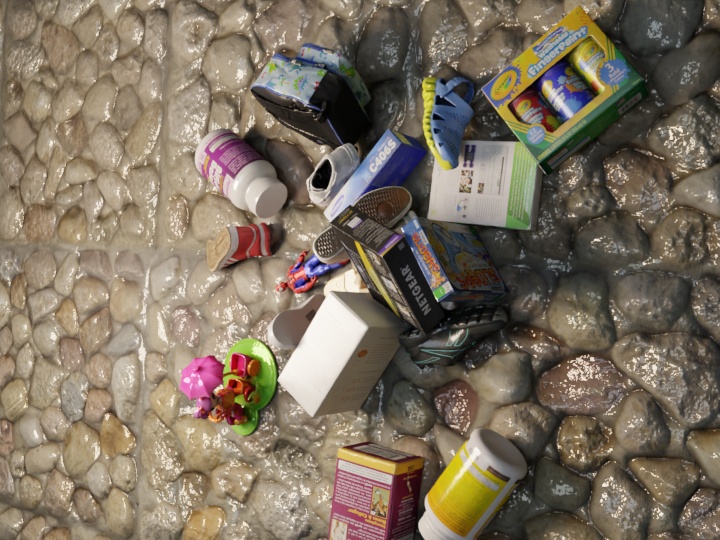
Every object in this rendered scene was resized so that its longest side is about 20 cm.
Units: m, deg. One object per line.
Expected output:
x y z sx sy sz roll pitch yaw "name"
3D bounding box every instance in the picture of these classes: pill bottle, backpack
0.180 0.368 1.379 0.109 0.109 0.201 42 110 28 "pill bottle"
-0.088 -0.329 1.564 0.198 0.183 0.148 24 78 31 "backpack"
-0.240 -0.194 1.697 0.200 0.112 0.113 41 109 30 "pill bottle"

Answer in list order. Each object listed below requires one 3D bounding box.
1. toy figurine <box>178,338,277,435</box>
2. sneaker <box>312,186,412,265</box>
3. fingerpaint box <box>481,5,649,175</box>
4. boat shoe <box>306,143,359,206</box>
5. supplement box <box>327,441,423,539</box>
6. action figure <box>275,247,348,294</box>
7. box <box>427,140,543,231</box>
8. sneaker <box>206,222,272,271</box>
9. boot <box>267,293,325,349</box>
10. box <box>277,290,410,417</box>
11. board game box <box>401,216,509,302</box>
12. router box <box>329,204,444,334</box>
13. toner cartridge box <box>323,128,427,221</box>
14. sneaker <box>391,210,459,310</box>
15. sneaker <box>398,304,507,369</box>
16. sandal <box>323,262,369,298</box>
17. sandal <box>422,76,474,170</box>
-0.282 0.238 1.659 0.149 0.183 0.203 13 95 34 "toy figurine"
0.006 -0.080 1.505 0.199 0.085 0.073 -32 71 2 "sneaker"
0.320 -0.283 1.318 0.199 0.073 0.168 -38 67 15 "fingerpaint box"
-0.065 -0.168 1.552 0.073 0.068 0.200 66 153 3 "boat shoe"
0.026 0.422 1.485 0.130 0.103 0.203 9 91 34 "supplement box"
-0.093 -0.006 1.626 0.199 0.051 0.066 -32 74 31 "action figure"
0.214 -0.147 1.429 0.198 0.036 0.147 9 92 36 "box"
-0.250 -0.047 1.733 0.200 0.111 0.072 -28 72 62 "sneaker"
-0.131 0.113 1.561 0.095 0.200 0.074 -36 86 31 "boot"
-0.028 0.149 1.508 0.106 0.152 0.201 41 108 29 "box"
0.158 -0.014 1.360 0.034 0.199 0.137 -36 69 28 "board game box"
0.046 -0.001 1.407 0.052 0.201 0.157 -41 41 -13 "router box"
0.027 -0.160 1.522 0.200 0.095 0.043 -50 62 21 "toner cartridge box"
0.109 -0.006 1.465 0.082 0.075 0.201 -34 57 11 "sneaker"
0.166 0.115 1.438 0.198 0.075 0.080 -17 105 28 "sneaker"
0.002 0.005 1.544 0.211 0.069 0.078 -32 70 29 "sandal"
0.154 -0.262 1.428 0.086 0.080 0.202 -13 58 20 "sandal"
